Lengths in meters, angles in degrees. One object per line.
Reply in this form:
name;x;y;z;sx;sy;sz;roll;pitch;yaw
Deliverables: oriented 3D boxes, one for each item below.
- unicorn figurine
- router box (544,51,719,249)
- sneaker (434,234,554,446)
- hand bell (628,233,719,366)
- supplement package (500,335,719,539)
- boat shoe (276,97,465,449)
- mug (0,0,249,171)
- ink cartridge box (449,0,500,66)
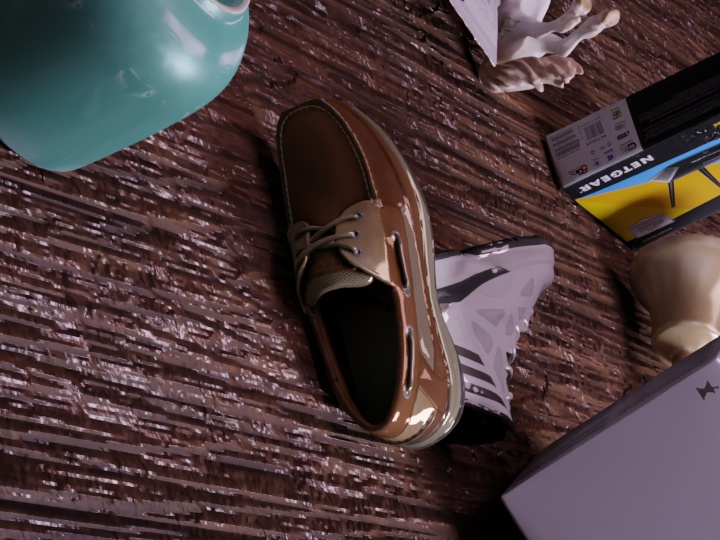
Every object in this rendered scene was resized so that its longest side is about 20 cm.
unicorn figurine;0.125;-0.203;2.053;0.074;0.137;0.200;51;43;-23
router box;0.257;-0.097;2.124;0.149;0.200;0.051;31;38;-57
sneaker;0.066;0.045;1.712;0.200;0.076;0.116;-11;87;-61
hand bell;0.231;0.081;2.071;0.104;0.104;0.200;51;38;-35
supplement package;0.194;0.144;1.710;0.152;0.151;0.200;57;10;3
boat shoe;0.000;0.000;1.572;0.074;0.076;0.200;4;63;-64
mug;-0.128;-0.137;1.344;0.185;0.114;0.152;2;66;-68
ink cartridge box;0.042;-0.249;1.993;0.161;0.050;0.200;52;30;-34
